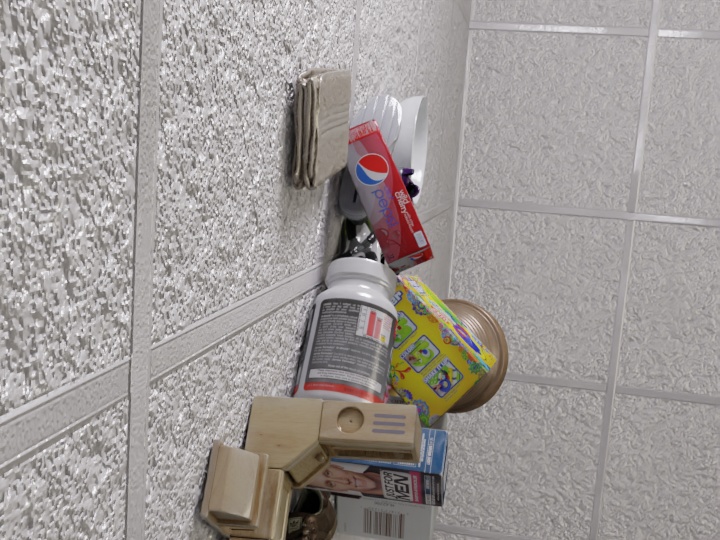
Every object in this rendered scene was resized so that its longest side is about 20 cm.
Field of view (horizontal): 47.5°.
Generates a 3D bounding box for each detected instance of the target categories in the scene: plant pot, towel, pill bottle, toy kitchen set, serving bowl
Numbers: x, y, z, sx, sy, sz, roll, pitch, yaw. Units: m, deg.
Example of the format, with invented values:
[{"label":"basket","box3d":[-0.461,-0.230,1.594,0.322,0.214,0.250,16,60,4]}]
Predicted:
[{"label":"plant pot","box3d":[0.145,0.144,1.408,0.093,0.201,0.201,18,77,-59]},{"label":"towel","box3d":[-0.045,-0.174,0.979,0.200,0.034,0.133,-53,148,-72]},{"label":"pill bottle","box3d":[-0.014,0.092,1.059,0.116,0.116,0.200,74,24,-63]},{"label":"toy kitchen set","box3d":[-0.042,0.219,0.801,0.163,0.180,0.200,75,19,-59]},{"label":"serving bowl","box3d":[0.079,-0.224,1.520,0.200,0.066,0.200,5,90,-80]}]

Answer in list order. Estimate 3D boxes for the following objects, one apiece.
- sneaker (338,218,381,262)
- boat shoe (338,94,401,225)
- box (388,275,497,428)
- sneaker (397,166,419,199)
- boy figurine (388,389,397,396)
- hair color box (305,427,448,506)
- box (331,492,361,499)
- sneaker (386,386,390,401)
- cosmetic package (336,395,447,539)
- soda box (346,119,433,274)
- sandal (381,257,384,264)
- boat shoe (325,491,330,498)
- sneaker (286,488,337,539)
[{"label":"sneaker","box3d":[0.000,0.000,1.213,0.081,0.074,0.200,88,14,-49]},{"label":"boat shoe","box3d":[0.009,-0.162,1.210,0.071,0.072,0.200,90,18,-75]},{"label":"box","box3d":[0.095,0.116,1.258,0.122,0.193,0.200,-45,171,9]},{"label":"sneaker","box3d":[0.060,-0.117,1.414,0.200,0.087,0.075,69,29,-67]},{"label":"boy figurine","box3d":[0.056,0.202,1.542,0.124,0.064,0.200,7,-100,65]},{"label":"hair color box","box3d":[0.005,0.232,1.003,0.100,0.200,0.061,81,17,-51]},{"label":"box","box3d":[-0.015,0.233,1.248,0.100,0.075,0.200,-11,105,-79]},{"label":"sneaker","box3d":[0.021,0.139,1.414,0.095,0.079,0.200,37,57,-64]},{"label":"cosmetic package","box3d":[0.058,0.343,1.432,0.200,0.167,0.167,-65,157,-63]},{"label":"soda box","box3d":[0.032,-0.100,1.114,0.070,0.063,0.200,51,17,-75]},{"label":"sandal","box3d":[0.038,0.026,1.512,0.075,0.048,0.201,-23,131,-79]},{"label":"boat shoe","box3d":[-0.035,0.220,1.123,0.074,0.073,0.200,-12,107,-79]},{"label":"sneaker","box3d":[-0.082,0.345,1.018,0.200,0.070,0.076,-69,143,-65]}]
